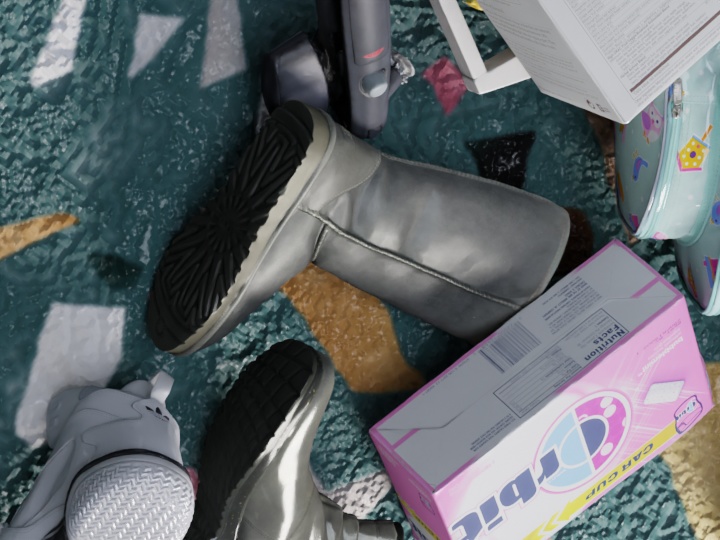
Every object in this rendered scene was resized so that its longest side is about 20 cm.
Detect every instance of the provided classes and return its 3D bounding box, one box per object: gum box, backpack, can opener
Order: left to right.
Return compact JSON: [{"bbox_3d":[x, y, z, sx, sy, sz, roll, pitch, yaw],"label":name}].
[{"bbox_3d":[-0.007,-0.132,1.612,0.079,0.200,0.063,-34,70,-20],"label":"can opener"},{"bbox_3d":[0.112,0.083,1.732,0.200,0.066,0.114,-37,141,-12],"label":"gum box"},{"bbox_3d":[0.225,-0.070,1.719,0.153,0.176,0.200,-5,104,-4],"label":"backpack"}]

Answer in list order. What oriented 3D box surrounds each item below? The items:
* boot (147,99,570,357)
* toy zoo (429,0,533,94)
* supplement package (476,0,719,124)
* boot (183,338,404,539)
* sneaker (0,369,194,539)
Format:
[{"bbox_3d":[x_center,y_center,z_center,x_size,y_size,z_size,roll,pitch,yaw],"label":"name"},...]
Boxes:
[{"bbox_3d":[0.000,0.002,1.700,0.200,0.073,0.182,23,115,-41],"label":"boot"},{"bbox_3d":[0.090,-0.188,1.639,0.131,0.020,0.200,-31,112,-13],"label":"toy zoo"},{"bbox_3d":[0.104,-0.195,1.571,0.114,0.110,0.200,-41,114,-9],"label":"supplement package"},{"bbox_3d":[-0.030,0.136,1.703,0.131,0.068,0.200,16,113,-27],"label":"boot"},{"bbox_3d":[-0.162,0.141,1.655,0.075,0.115,0.200,33,121,-24],"label":"sneaker"}]
